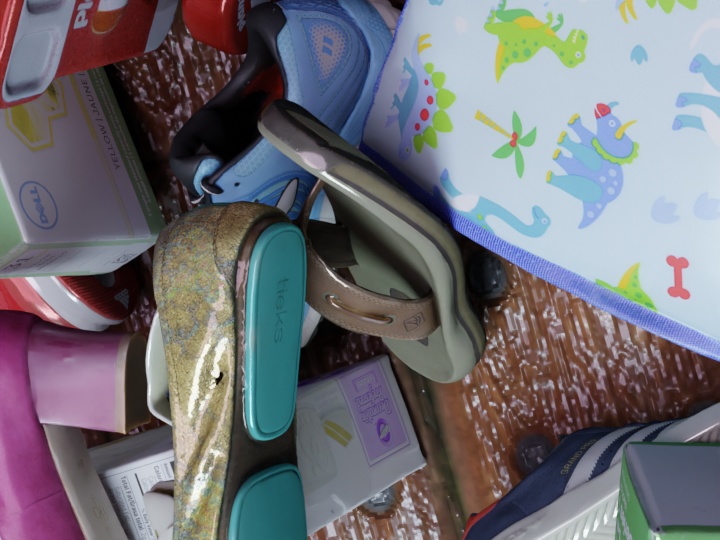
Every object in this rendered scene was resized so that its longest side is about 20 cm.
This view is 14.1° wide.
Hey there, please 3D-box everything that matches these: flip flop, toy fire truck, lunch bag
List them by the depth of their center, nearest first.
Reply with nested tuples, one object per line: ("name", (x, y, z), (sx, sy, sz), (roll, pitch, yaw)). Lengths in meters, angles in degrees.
("lunch bag", (0.111, -0.082, 1.153), (0.199, 0.127, 0.171), (23, 112, 10))
("flip flop", (0.000, 0.000, 1.201), (0.058, 0.200, 0.081), (-44, 62, -11))
("toy fire truck", (-0.095, -0.171, 1.207), (0.112, 0.168, 0.201), (26, 113, 18))

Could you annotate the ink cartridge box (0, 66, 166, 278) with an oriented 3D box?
("ink cartridge box", (-0.180, -0.067, 1.244), (0.048, 0.200, 0.146), (-28, 77, 29))

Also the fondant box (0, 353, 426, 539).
("fondant box", (-0.091, 0.103, 1.288), (0.199, 0.144, 0.058), (-17, 93, 28))

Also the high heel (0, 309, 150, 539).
("high heel", (-0.138, 0.117, 1.194), (0.096, 0.067, 0.201), (3, 88, 16))

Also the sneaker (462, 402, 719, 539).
("sneaker", (0.128, 0.086, 1.224), (0.199, 0.085, 0.075), (-24, 113, 6))

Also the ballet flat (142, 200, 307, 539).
("ballet flat", (-0.056, 0.072, 1.153), (0.070, 0.071, 0.201), (4, 97, 25))

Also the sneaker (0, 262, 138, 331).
("sneaker", (-0.205, -0.023, 1.352), (0.116, 0.078, 0.200), (-43, 81, 27))

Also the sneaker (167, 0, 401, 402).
("sneaker", (-0.054, -0.034, 1.256), (0.078, 0.090, 0.201), (44, 117, 47))

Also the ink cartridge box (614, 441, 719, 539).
("ink cartridge box", (0.171, 0.177, 1.172), (0.145, 0.084, 0.201), (2, 112, -6))
